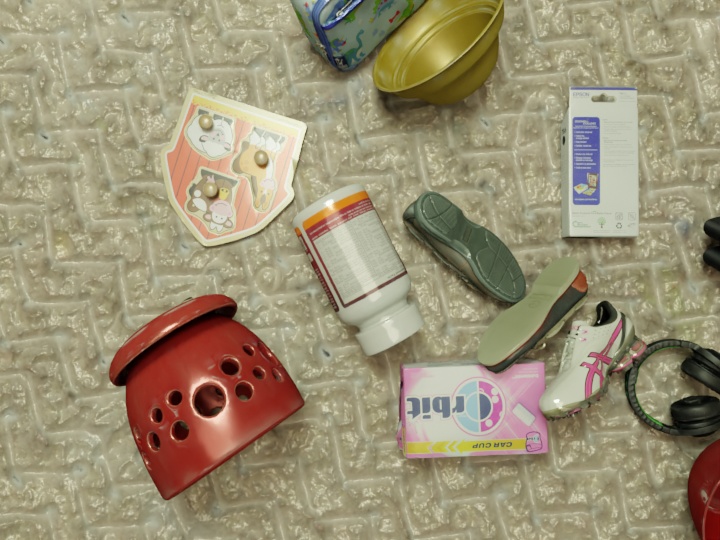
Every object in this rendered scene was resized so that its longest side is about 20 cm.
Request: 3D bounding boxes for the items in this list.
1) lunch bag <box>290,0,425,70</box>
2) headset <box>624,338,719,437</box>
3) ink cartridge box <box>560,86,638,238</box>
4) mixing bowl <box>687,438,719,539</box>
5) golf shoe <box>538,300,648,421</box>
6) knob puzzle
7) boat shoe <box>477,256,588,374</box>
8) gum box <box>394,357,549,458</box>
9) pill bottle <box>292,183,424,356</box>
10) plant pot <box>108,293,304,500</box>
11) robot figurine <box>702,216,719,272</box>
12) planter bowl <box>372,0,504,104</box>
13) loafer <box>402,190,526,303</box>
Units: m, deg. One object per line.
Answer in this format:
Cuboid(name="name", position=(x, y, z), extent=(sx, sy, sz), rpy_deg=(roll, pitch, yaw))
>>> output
Cuboid(name="lunch bag", position=(0.008, -0.365, 0.791), extent=(0.199, 0.161, 0.083), rpy_deg=(-41, 73, -1))
Cuboid(name="headset", position=(0.461, 0.164, 0.840), extent=(0.196, 0.094, 0.126), rpy_deg=(13, 93, 15))
Cuboid(name="ink cartridge box", position=(0.327, -0.146, 0.852), extent=(0.097, 0.039, 0.205), rpy_deg=(1, 90, 0))
Cuboid(name="mixing bowl", position=(0.502, 0.288, 0.797), extent=(0.195, 0.108, 0.205), rpy_deg=(-1, 101, -4))
Cuboid(name="golf shoe", position=(0.286, 0.117, 0.806), extent=(0.198, 0.073, 0.093), rpy_deg=(-31, 85, -33))
Cuboid(name="knob puzzle", position=(-0.184, -0.131, 0.852), extent=(0.214, 0.030, 0.225), rpy_deg=(0, 89, -1))
Cuboid(name="boat shoe", position=(0.230, 0.067, 0.811), extent=(0.200, 0.071, 0.063), rpy_deg=(-43, 119, -22))
Cuboid(name="gum box", position=(0.142, 0.181, 0.827), extent=(0.195, 0.066, 0.116), rpy_deg=(-2, 87, 0))
Cuboid(name="pill bottle", position=(0.000, 0.000, 0.810), extent=(0.108, 0.110, 0.203), rpy_deg=(-27, 90, -1))
Cuboid(name="plant pot", position=(-0.196, 0.147, 0.766), extent=(0.199, 0.200, 0.184), rpy_deg=(-36, 81, -1))
Cuboid(name="robot figurine", position=(0.556, -0.048, 0.810), extent=(0.196, 0.151, 0.127), rpy_deg=(-12, 59, 0))
Cuboid(name="planter bowl", position=(0.117, -0.279, 0.809), extent=(0.201, 0.200, 0.083), rpy_deg=(-48, 124, -1))
Cuboid(name="loafer", position=(0.140, -0.028, 0.843), extent=(0.199, 0.063, 0.072), rpy_deg=(42, 62, -13))
